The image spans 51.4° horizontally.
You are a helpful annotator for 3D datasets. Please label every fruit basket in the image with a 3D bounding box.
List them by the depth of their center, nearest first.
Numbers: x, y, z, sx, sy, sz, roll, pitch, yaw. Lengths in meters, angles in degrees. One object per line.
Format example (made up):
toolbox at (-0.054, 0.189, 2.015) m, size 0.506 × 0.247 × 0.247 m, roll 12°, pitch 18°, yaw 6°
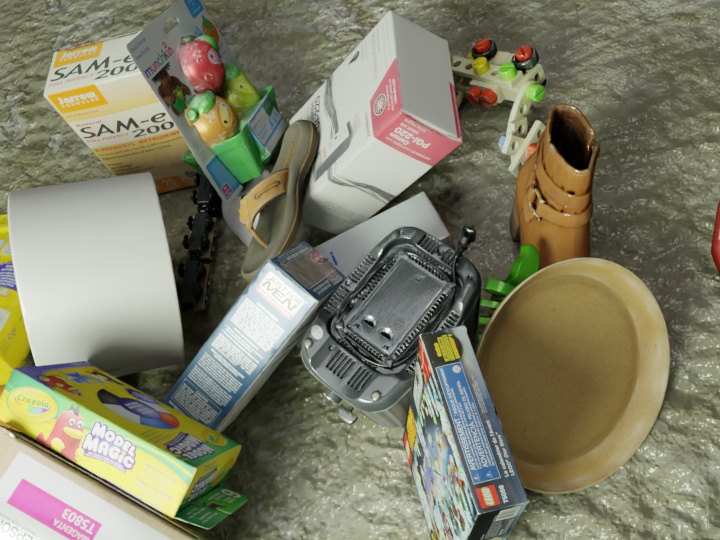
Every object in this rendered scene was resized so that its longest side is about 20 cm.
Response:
fruit basket at (-0.166, -0.204, 0.858) m, size 0.093 × 0.201 × 0.186 m, roll -10°, pitch 33°, yaw 22°

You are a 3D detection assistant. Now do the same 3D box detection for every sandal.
sandal at (-0.093, -0.079, 0.774) m, size 0.082 × 0.054 × 0.201 m, roll -19°, pitch 51°, yaw 53°

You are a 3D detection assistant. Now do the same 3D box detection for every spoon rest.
spoon rest at (-0.115, -0.054, 0.876) m, size 0.099 × 0.061 × 0.201 m, roll -18°, pitch 43°, yaw 6°

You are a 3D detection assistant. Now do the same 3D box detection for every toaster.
toaster at (0.040, 0.053, 0.703) m, size 0.113 × 0.129 × 0.200 m, roll 33°, pitch 75°, yaw 22°

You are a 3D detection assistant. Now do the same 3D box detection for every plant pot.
plant pot at (0.175, 0.087, 0.632) m, size 0.200 × 0.200 × 0.027 m, roll -45°, pitch 21°, yaw -11°

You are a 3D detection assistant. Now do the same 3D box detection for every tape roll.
tape roll at (-0.268, 0.008, 0.771) m, size 0.138 × 0.203 × 0.204 m, roll -10°, pitch 54°, yaw -17°

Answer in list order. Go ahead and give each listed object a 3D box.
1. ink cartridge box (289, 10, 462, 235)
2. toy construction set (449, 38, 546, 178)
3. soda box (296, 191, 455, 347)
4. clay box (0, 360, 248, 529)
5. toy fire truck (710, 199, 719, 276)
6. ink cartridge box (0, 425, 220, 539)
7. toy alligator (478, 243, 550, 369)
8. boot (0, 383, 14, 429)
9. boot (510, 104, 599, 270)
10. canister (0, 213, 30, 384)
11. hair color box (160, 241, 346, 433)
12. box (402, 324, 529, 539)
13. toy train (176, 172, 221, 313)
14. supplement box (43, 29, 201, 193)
ink cartridge box at (0.007, -0.151, 0.806) m, size 0.200 × 0.084 × 0.147 m, roll -39°, pitch 44°, yaw 43°
toy construction set at (0.134, -0.192, 0.845) m, size 0.200 × 0.092 × 0.131 m, roll 35°, pitch 76°, yaw 31°
soda box at (0.000, 0.000, 0.793) m, size 0.199 × 0.064 × 0.069 m, roll -27°, pitch 56°, yaw 1°
clay box at (-0.187, 0.141, 0.630) m, size 0.199 × 0.115 × 0.048 m, roll 24°, pitch 90°, yaw 9°
toy fire truck at (0.410, -0.001, 0.645) m, size 0.199 × 0.112 × 0.169 m, roll 8°, pitch 82°, yaw 23°
ink cartridge box at (-0.220, 0.218, 0.636) m, size 0.199 × 0.165 × 0.075 m, roll 29°, pitch 71°, yaw 3°
toy alligator at (0.130, 0.076, 0.663) m, size 0.054 × 0.059 × 0.202 m, roll 2°, pitch 90°, yaw -18°
boot at (-0.348, 0.194, 0.787) m, size 0.154 × 0.077 × 0.202 m, roll -1°, pitch 67°, yaw 23°
boot at (0.194, -0.037, 0.687) m, size 0.076 × 0.156 × 0.201 m, roll 0°, pitch 54°, yaw -4°
canister at (-0.426, 0.033, 0.873) m, size 0.147 × 0.087 × 0.201 m, roll -6°, pitch 46°, yaw 17°
hair color box at (-0.104, 0.072, 0.709) m, size 0.060 × 0.100 × 0.200 m, roll 41°, pitch 108°, yaw 3°
box at (0.074, 0.154, 0.596) m, size 0.040 × 0.201 × 0.138 m, roll -10°, pitch 55°, yaw -8°
toy train at (-0.189, -0.033, 0.886) m, size 0.034 × 0.046 × 0.201 m, roll -3°, pitch 57°, yaw 7°
supplement box at (-0.264, -0.180, 0.903) m, size 0.125 × 0.200 × 0.074 m, roll -10°, pitch 57°, yaw 13°
